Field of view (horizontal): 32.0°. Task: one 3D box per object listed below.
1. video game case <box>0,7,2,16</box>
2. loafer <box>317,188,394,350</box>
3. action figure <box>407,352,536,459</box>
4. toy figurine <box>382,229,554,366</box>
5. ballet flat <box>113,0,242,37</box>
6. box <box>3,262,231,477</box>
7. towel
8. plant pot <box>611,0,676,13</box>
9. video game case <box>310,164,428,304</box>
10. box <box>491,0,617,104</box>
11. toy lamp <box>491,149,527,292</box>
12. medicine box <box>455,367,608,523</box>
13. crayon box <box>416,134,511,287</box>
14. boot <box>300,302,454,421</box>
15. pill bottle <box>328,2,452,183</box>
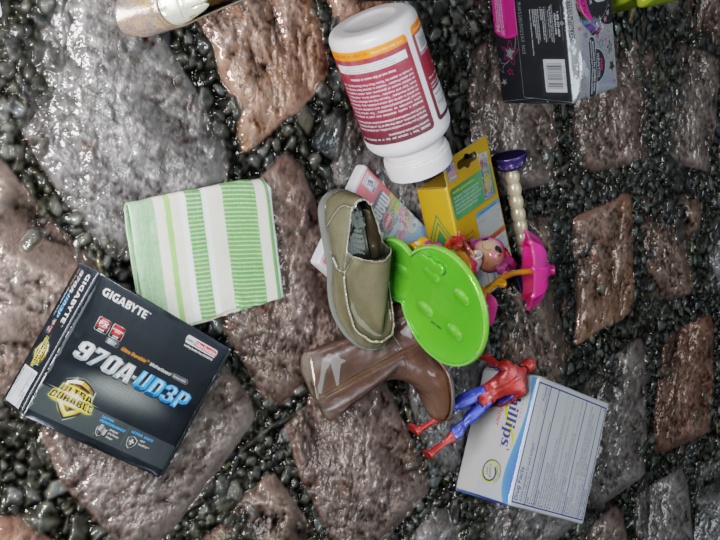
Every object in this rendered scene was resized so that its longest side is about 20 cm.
[{"bbox_3d":[-0.416,-0.312,1.106,0.181,0.023,0.202,-21,110,-43],"label":"video game case"},{"bbox_3d":[0.000,0.000,1.510,0.075,0.069,0.202,-21,100,-32],"label":"loafer"},{"bbox_3d":[0.152,0.176,1.731,0.199,0.099,0.066,-32,100,-13],"label":"action figure"},{"bbox_3d":[0.147,0.005,1.566,0.183,0.200,0.151,-21,133,-36],"label":"toy figurine"},{"bbox_3d":[-0.171,-0.299,1.331,0.199,0.067,0.069,-34,118,-38],"label":"ballet flat"},{"bbox_3d":[-0.248,0.107,1.304,0.200,0.046,0.160,36,79,-43],"label":"box"},{"bbox_3d":[-0.171,-0.018,1.402,0.199,0.023,0.154,-17,107,-42],"label":"towel"},{"bbox_3d":[0.390,-0.472,1.813,0.198,0.181,0.202,-20,108,-42],"label":"plant pot"},{"bbox_3d":[0.027,-0.020,1.610,0.200,0.017,0.144,42,65,-41],"label":"video game case"},{"bbox_3d":[0.269,-0.341,1.737,0.114,0.131,0.202,-24,112,-40],"label":"box"},{"bbox_3d":[0.224,-0.067,1.784,0.058,0.058,0.202,-27,112,-41],"label":"toy lamp"},{"bbox_3d":[0.251,0.254,1.819,0.199,0.102,0.184,23,78,-45],"label":"medicine box"},{"bbox_3d":[0.140,-0.066,1.681,0.126,0.051,0.202,-34,117,-49],"label":"crayon box"},{"bbox_3d":[0.020,0.150,1.584,0.199,0.064,0.188,-31,109,-35],"label":"boot"},{"bbox_3d":[0.043,-0.213,1.533,0.113,0.112,0.201,-41,122,-35],"label":"pill bottle"}]
